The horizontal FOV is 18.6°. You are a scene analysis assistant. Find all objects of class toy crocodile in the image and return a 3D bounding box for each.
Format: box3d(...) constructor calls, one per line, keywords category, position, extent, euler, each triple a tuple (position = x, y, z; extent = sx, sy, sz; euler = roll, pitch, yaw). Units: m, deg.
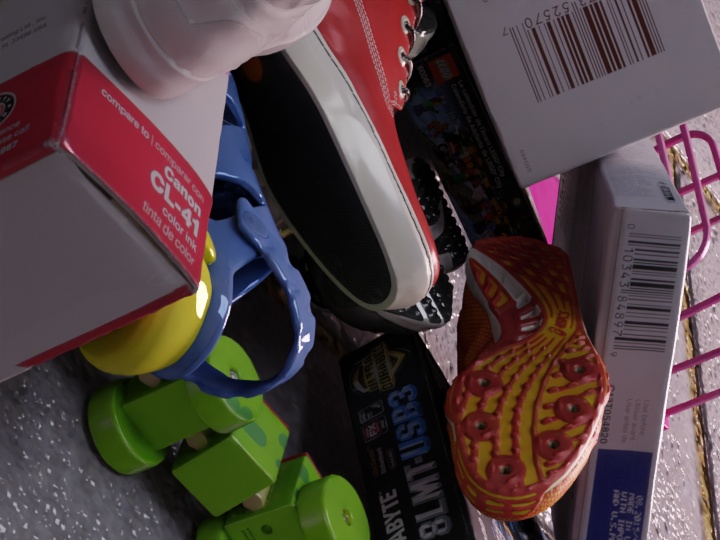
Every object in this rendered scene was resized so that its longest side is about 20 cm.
box3d(category="toy crocodile", position=(-0.051, 0.079, 0.922), extent=(0.201, 0.067, 0.062), euler=(55, 27, -21))

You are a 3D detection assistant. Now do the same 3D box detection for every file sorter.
box3d(category="file sorter", position=(0.179, -0.016, 1.373), extent=(0.200, 0.125, 0.140), euler=(37, 37, -45))

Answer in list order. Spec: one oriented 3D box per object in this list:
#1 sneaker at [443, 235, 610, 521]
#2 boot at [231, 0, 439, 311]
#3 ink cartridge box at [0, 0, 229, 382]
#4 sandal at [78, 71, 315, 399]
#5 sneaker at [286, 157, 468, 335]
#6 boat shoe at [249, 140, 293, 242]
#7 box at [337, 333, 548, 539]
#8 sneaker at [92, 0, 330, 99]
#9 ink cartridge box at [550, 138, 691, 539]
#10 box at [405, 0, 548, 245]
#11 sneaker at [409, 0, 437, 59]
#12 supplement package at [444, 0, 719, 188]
box3d(category="sneaker", position=(0.075, 0.059, 0.998), extent=(0.200, 0.072, 0.078), euler=(-76, 170, -61))
box3d(category="boot", position=(0.015, -0.093, 0.939), extent=(0.144, 0.072, 0.201), euler=(-23, 86, -33))
box3d(category="ink cartridge box", position=(-0.126, -0.061, 0.807), extent=(0.086, 0.147, 0.201), euler=(47, 32, -33))
box3d(category="sandal", position=(-0.065, -0.019, 0.856), extent=(0.087, 0.079, 0.201), euler=(32, 32, -30))
box3d(category="sneaker", position=(0.000, 0.000, 1.040), extent=(0.074, 0.079, 0.200), euler=(65, 12, -3))
box3d(category="boat shoe", position=(-0.057, -0.036, 1.016), extent=(0.200, 0.071, 0.060), euler=(-38, 144, -75))
box3d(category="box", position=(0.065, 0.151, 1.024), extent=(0.199, 0.049, 0.200), euler=(58, 8, -28))
box3d(category="sneaker", position=(-0.009, -0.129, 0.790), extent=(0.074, 0.115, 0.200), euler=(57, 25, -13))
box3d(category="ink cartridge box", position=(0.122, 0.037, 1.098), extent=(0.200, 0.040, 0.202), euler=(-93, -172, -72))
box3d(category="box", position=(0.053, -0.088, 1.213), extent=(0.200, 0.037, 0.137), euler=(-98, 163, -66))
box3d(category="sneaker", position=(-0.016, -0.123, 1.080), extent=(0.077, 0.087, 0.200), euler=(31, 19, -9))
box3d(category="supplement package", position=(0.106, -0.138, 1.120), extent=(0.200, 0.116, 0.118), euler=(-92, 158, -74))
